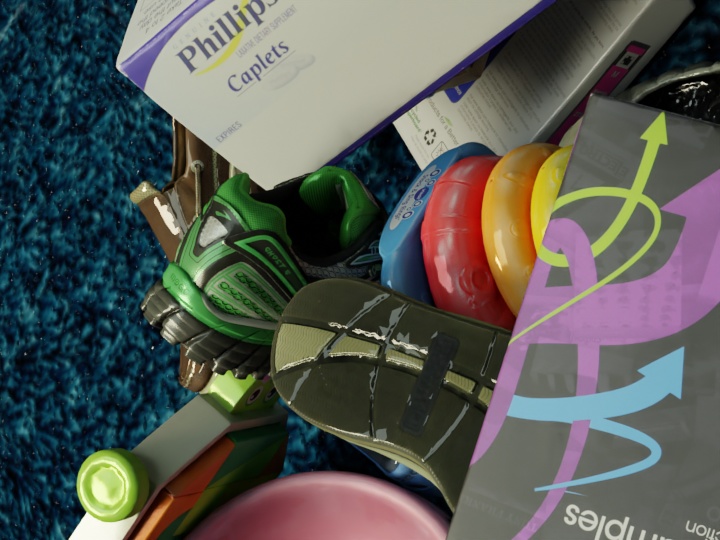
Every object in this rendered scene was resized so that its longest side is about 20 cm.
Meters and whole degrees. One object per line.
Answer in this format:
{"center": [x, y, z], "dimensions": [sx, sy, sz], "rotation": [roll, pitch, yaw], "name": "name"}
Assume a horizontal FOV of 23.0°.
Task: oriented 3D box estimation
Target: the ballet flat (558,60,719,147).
{"center": [0.159, -0.065, 0.747], "dimensions": [0.200, 0.057, 0.067], "rotation": [-8, 76, 46], "name": "ballet flat"}

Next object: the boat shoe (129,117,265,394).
{"center": [-0.092, -0.033, 0.982], "dimensions": [0.075, 0.075, 0.203], "rotation": [149, 128, -71], "name": "boat shoe"}

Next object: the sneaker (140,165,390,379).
{"center": [0.000, 0.000, 0.801], "dimensions": [0.078, 0.200, 0.085], "rotation": [46, 118, 30], "name": "sneaker"}

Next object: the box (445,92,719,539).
{"center": [0.117, 0.052, 0.609], "dimensions": [0.143, 0.036, 0.201], "rotation": [17, 88, 24], "name": "box"}

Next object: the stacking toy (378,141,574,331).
{"center": [0.114, -0.018, 0.724], "dimensions": [0.200, 0.110, 0.116], "rotation": [-22, 25, 42], "name": "stacking toy"}

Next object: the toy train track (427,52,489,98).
{"center": [0.002, -0.097, 0.891], "dimensions": [0.200, 0.032, 0.115], "rotation": [-8, 58, 63], "name": "toy train track"}

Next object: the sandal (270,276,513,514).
{"center": [0.049, 0.058, 0.694], "dimensions": [0.201, 0.057, 0.080], "rotation": [31, 91, 38], "name": "sandal"}

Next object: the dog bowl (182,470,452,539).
{"center": [-0.017, 0.181, 0.805], "dimensions": [0.199, 0.074, 0.201], "rotation": [-11, 53, 14], "name": "dog bowl"}

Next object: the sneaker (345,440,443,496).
{"center": [-0.004, 0.037, 0.889], "dimensions": [0.200, 0.078, 0.066], "rotation": [49, 120, 41], "name": "sneaker"}

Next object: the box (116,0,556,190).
{"center": [0.001, -0.163, 0.818], "dimensions": [0.184, 0.105, 0.200], "rotation": [-35, 27, 29], "name": "box"}

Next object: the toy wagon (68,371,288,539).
{"center": [-0.086, 0.106, 0.846], "dimensions": [0.040, 0.155, 0.200], "rotation": [40, 104, 17], "name": "toy wagon"}

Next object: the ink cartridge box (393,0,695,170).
{"center": [0.093, -0.118, 0.843], "dimensions": [0.200, 0.037, 0.095], "rotation": [-52, 49, 30], "name": "ink cartridge box"}
